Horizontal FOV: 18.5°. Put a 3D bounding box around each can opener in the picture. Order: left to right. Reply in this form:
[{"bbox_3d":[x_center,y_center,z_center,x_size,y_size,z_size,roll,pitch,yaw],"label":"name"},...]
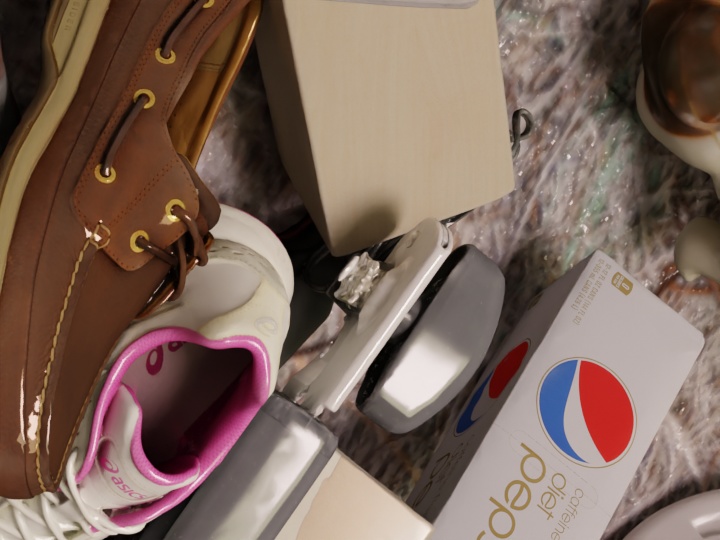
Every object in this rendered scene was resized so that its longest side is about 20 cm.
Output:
[{"bbox_3d":[-0.022,0.066,0.773,0.066,0.053,0.200,40,84,-14],"label":"can opener"}]

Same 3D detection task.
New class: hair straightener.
[{"bbox_3d":[0.000,0.000,0.845,0.199,0.077,0.041,-37,126,-20],"label":"hair straightener"}]

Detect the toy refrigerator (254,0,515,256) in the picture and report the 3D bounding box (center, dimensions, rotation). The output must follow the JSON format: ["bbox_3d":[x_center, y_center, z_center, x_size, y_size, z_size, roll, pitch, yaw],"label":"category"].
[{"bbox_3d":[-0.001,-0.109,0.768,0.075,0.070,0.201,-20,134,-9],"label":"toy refrigerator"}]

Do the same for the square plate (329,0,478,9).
[{"bbox_3d":[-0.063,-0.176,0.643,0.028,0.196,0.201,-53,143,-48],"label":"square plate"}]

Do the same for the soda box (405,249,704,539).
[{"bbox_3d":[0.063,0.090,0.892,0.063,0.068,0.201,37,57,-6],"label":"soda box"}]

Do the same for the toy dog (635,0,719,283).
[{"bbox_3d":[0.200,-0.052,0.921,0.199,0.194,0.140,38,61,-2],"label":"toy dog"}]

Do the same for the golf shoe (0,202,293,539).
[{"bbox_3d":[-0.100,0.064,0.758,0.075,0.092,0.200,38,103,-24],"label":"golf shoe"}]

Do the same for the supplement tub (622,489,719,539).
[{"bbox_3d":[0.194,0.222,1.076,0.144,0.144,0.201,-31,128,-25],"label":"supplement tub"}]

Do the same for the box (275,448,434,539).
[{"bbox_3d":[-0.067,0.150,0.839,0.078,0.095,0.201,38,85,-6],"label":"box"}]

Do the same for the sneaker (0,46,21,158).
[{"bbox_3d":[-0.144,-0.047,0.721,0.082,0.076,0.202,-28,134,-61],"label":"sneaker"}]

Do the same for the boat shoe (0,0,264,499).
[{"bbox_3d":[-0.079,-0.021,0.711,0.072,0.067,0.202,93,8,-65],"label":"boat shoe"}]
